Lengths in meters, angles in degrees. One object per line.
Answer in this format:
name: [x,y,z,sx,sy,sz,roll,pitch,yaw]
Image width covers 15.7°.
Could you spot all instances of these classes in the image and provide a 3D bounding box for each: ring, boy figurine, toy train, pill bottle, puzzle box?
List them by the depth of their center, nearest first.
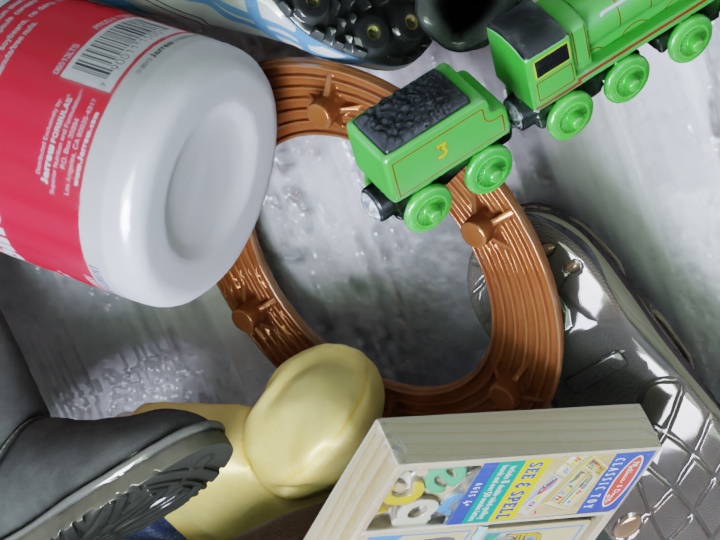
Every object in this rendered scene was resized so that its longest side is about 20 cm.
toy train: [0.080,-0.085,1.031,0.200,0.042,0.056,-33,140,-15]
pill bottle: [-0.145,-0.065,1.093,0.200,0.112,0.113,19,125,26]
puzzle box: [0.030,0.131,1.117,0.133,0.025,0.200,-2,139,-31]
ring: [0.000,0.000,1.125,0.200,0.019,0.201,24,136,26]
boy figurine: [-0.056,0.095,1.183,0.124,0.065,0.200,34,139,-7]

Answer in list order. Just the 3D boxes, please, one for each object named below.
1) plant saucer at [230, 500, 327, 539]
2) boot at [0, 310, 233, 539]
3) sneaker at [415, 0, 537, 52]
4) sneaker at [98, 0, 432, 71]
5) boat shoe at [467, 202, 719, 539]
plant saucer: [-0.021,0.160,1.175,0.200,0.035,0.201,-17,144,-12]
boot: [-0.163,0.034,1.157,0.182,0.073,0.200,-29,72,24]
sneaker: [0.061,-0.175,1.020,0.074,0.085,0.200,8,121,7]
sneaker: [-0.064,-0.132,1.093,0.199,0.072,0.072,20,156,-7]
boat shoe: [0.121,0.050,1.147,0.074,0.073,0.200,-25,106,21]
